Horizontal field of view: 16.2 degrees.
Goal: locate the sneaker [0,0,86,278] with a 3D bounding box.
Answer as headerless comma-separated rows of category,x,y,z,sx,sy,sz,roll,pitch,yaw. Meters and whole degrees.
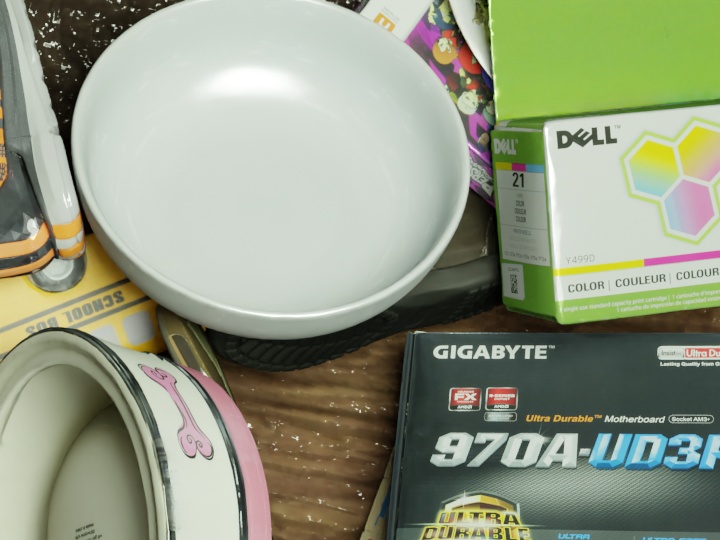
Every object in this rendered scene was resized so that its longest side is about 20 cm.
sneaker,-0.212,-0.081,1.267,0.112,0.078,0.201,-14,57,-7

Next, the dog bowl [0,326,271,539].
dog bowl,-0.116,0.128,1.199,0.074,0.200,0.201,3,82,-37

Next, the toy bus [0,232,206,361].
toy bus,-0.186,0.036,1.289,0.199,0.065,0.079,-23,92,-18

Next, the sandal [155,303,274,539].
sandal,-0.078,0.109,1.284,0.054,0.082,0.201,-16,120,-7

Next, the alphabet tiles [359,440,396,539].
alphabet tiles,0.090,0.127,1.332,0.166,0.008,0.201,11,57,16

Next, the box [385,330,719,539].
box,0.117,0.109,1.308,0.199,0.046,0.159,0,55,9

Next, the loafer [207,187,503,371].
loafer,0.000,0.000,1.344,0.199,0.073,0.072,-12,70,-34

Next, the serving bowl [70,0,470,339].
serving bowl,-0.048,-0.044,1.271,0.199,0.066,0.201,5,56,-7

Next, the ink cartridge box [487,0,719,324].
ink cartridge box,0.146,-0.082,1.302,0.147,0.076,0.201,-7,96,-18

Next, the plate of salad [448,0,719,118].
plate of salad,0.136,-0.159,1.370,0.199,0.048,0.201,9,69,-24

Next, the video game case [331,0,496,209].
video game case,0.102,-0.118,1.388,0.200,0.036,0.181,41,61,-8

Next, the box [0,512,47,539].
box,-0.213,0.186,1.276,0.199,0.038,0.137,16,79,-14
